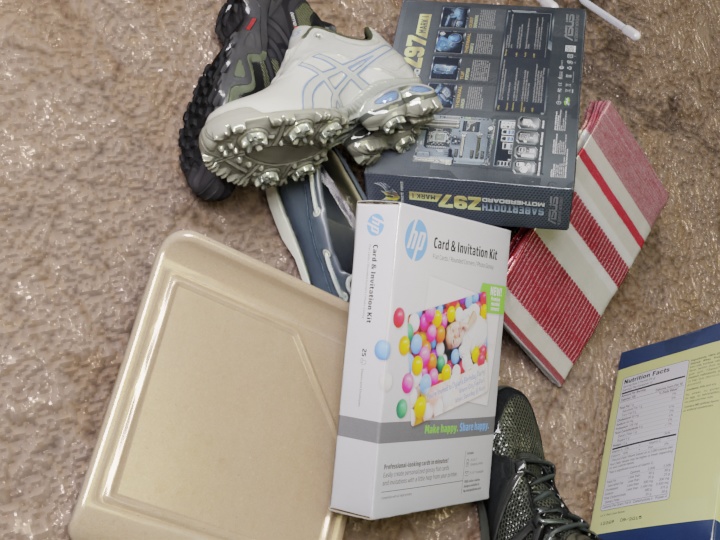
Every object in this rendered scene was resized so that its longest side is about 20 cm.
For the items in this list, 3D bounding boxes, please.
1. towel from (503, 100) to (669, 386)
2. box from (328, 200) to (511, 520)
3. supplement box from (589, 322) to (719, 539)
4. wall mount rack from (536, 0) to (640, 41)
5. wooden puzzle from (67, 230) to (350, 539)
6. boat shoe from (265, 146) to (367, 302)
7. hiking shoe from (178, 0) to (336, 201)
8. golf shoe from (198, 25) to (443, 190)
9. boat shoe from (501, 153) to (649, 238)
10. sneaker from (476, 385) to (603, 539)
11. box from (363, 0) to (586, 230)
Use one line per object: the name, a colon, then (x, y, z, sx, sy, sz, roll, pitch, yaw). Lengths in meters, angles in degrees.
towel: (0.182, -0.021, 0.884, 0.144, 0.023, 0.202, 43, 75, -41)
box: (0.046, 0.063, 0.740, 0.155, 0.041, 0.204, 9, 85, -54)
supplement box: (0.321, 0.187, 0.908, 0.199, 0.134, 0.202, 34, 57, -23)
wall mount rack: (0.192, -0.300, 1.023, 0.197, 0.074, 0.177, 6, 71, -35)
wooden puzzle: (-0.078, 0.100, 0.689, 0.183, 0.037, 0.203, 25, 73, -28)
boat shoe: (0.000, 0.000, 0.777, 0.074, 0.061, 0.203, -23, 90, -44)
hiking shoe: (-0.064, -0.129, 0.766, 0.100, 0.075, 0.203, 26, 59, -23)
golf shoe: (-0.039, -0.118, 0.717, 0.198, 0.078, 0.098, -17, 72, -45)
boat shoe: (0.192, -0.085, 0.947, 0.199, 0.074, 0.074, -30, 93, -41)
sneaker: (0.138, 0.180, 0.787, 0.075, 0.114, 0.203, 16, 63, -33)
box: (0.094, -0.128, 0.831, 0.155, 0.051, 0.202, 5, 53, 9)
